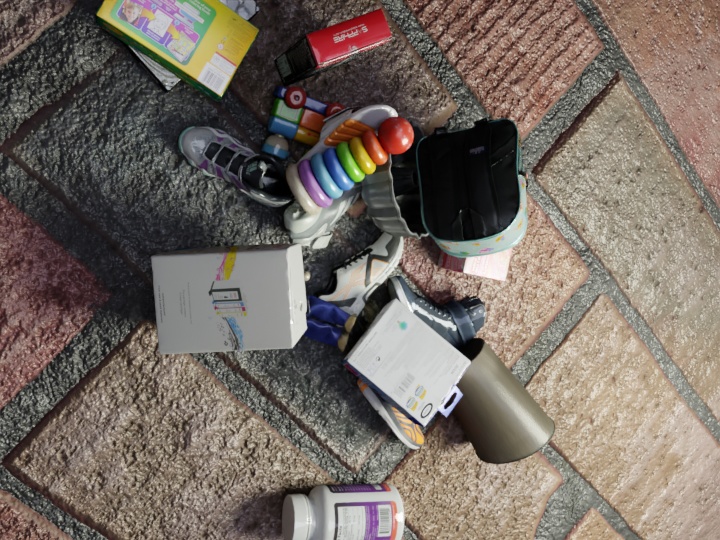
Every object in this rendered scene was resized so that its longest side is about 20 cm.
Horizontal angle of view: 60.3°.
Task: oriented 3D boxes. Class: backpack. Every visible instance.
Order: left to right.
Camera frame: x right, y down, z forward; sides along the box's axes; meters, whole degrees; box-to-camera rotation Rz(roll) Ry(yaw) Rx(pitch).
[{"bbox_3d":[0.183,-0.119,1.002,0.175,0.153,0.201,-7,64,16],"label":"backpack"}]

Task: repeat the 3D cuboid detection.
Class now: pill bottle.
[{"bbox_3d":[-0.033,0.438,1.098,0.199,0.111,0.112,7,94,-21],"label":"pill bottle"}]

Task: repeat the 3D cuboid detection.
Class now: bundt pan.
[{"bbox_3d":[0.060,-0.150,1.048,0.202,0.075,0.203,15,73,-59],"label":"bundt pan"}]

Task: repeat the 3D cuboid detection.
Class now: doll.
[{"bbox_3d":[-0.108,0.064,1.040,0.199,0.049,0.137,20,114,-3],"label":"doll"}]

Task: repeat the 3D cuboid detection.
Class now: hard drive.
[{"bbox_3d":[-0.272,-0.392,0.951,0.200,0.038,0.140,-45,110,-12],"label":"hard drive"}]

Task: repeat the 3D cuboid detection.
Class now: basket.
[{"bbox_3d":[0.237,0.238,1.158,0.136,0.180,0.201,-43,104,-38],"label":"basket"}]

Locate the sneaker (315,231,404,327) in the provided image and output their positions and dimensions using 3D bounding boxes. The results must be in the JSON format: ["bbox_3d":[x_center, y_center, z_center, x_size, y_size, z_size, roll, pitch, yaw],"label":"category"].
[{"bbox_3d":[0.000,0.000,1.082,0.080,0.074,0.200,39,81,-18],"label":"sneaker"}]

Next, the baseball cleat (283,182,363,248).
[{"bbox_3d":[-0.051,-0.108,1.062,0.200,0.070,0.107,-34,141,-28],"label":"baseball cleat"}]

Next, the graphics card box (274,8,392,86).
[{"bbox_3d":[-0.048,-0.339,0.956,0.125,0.200,0.051,-26,105,-15],"label":"graphics card box"}]

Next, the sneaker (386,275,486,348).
[{"bbox_3d":[0.143,0.063,1.134,0.146,0.077,0.203,-32,116,-3],"label":"sneaker"}]

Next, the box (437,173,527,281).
[{"bbox_3d":[0.224,-0.090,1.142,0.094,0.103,0.201,11,91,-22],"label":"box"}]

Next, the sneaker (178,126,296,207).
[{"bbox_3d":[-0.180,-0.164,0.956,0.199,0.140,0.078,26,87,-22],"label":"sneaker"}]

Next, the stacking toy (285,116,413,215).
[{"bbox_3d":[-0.010,-0.164,0.935,0.199,0.085,0.086,-27,107,12],"label":"stacking toy"}]

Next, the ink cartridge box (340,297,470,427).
[{"bbox_3d":[0.087,0.165,1.038,0.200,0.076,0.137,39,78,1],"label":"ink cartridge box"}]

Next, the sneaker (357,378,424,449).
[{"bbox_3d":[0.088,0.235,1.120,0.112,0.078,0.200,-37,122,-2],"label":"sneaker"}]

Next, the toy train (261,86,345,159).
[{"bbox_3d":[-0.060,-0.222,1.033,0.199,0.085,0.116,17,100,-22],"label":"toy train"}]

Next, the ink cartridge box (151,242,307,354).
[{"bbox_3d":[-0.189,0.037,0.938,0.199,0.147,0.146,-3,96,2],"label":"ink cartridge box"}]

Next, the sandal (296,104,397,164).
[{"bbox_3d":[-0.038,-0.210,0.976,0.079,0.206,0.060,24,44,-48],"label":"sandal"}]

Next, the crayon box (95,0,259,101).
[{"bbox_3d":[-0.265,-0.356,0.907,0.199,0.058,0.119,31,84,-21],"label":"crayon box"}]

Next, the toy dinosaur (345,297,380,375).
[{"bbox_3d":[0.016,0.147,1.121,0.088,0.047,0.201,-22,107,-24],"label":"toy dinosaur"}]
